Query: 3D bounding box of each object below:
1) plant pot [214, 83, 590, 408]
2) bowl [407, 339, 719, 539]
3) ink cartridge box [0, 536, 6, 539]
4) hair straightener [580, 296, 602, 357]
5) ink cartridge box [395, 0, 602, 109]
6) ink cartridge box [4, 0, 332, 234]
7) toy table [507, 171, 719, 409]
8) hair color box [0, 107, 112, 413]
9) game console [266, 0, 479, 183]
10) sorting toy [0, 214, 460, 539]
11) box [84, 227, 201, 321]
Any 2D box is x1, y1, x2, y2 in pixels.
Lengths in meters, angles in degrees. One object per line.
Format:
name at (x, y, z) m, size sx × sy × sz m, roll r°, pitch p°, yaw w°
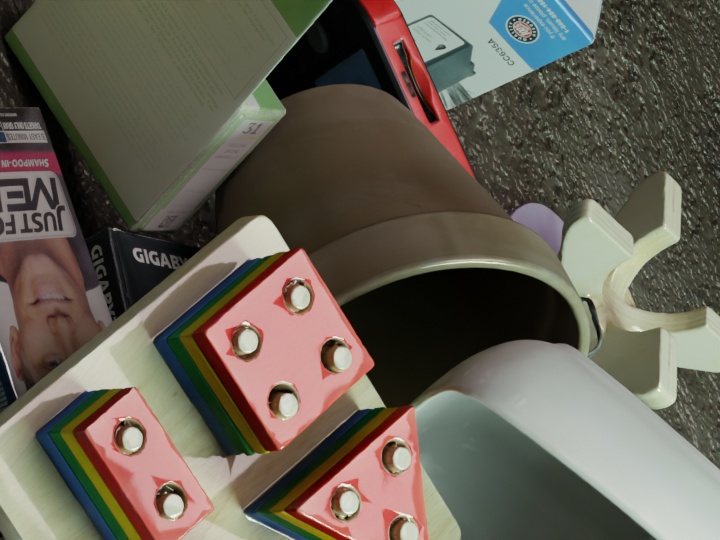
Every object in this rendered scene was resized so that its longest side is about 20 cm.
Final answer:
plant pot at (0.000, 0.000, 1.560) m, size 0.200 × 0.200 × 0.174 m, roll 26°, pitch 31°, yaw -47°
bowl at (0.108, 0.120, 1.470) m, size 0.200 × 0.200 × 0.075 m, roll 40°, pitch 61°, yaw 0°
ink cartridge box at (-0.147, 0.181, 1.385) m, size 0.200 × 0.067 × 0.117 m, roll -20°, pitch 87°, yaw -59°
hair straightener at (0.083, 0.068, 1.762) m, size 0.077 × 0.041 × 0.200 m, roll 42°, pitch 49°, yaw 15°
ink cartridge box at (0.028, -0.174, 1.777) m, size 0.146 × 0.200 × 0.086 m, roll 45°, pitch 38°, yaw -30°
ink cartridge box at (-0.088, -0.137, 1.542) m, size 0.048 × 0.200 × 0.146 m, roll 3°, pitch 47°, yaw -55°
toy table at (0.157, 0.025, 1.917) m, size 0.184 × 0.117 × 0.200 m, roll 30°, pitch 46°, yaw -44°
hair color box at (-0.179, 0.020, 1.458) m, size 0.100 × 0.060 × 0.200 m, roll -7°, pitch 75°, yaw -58°
game console at (0.003, -0.061, 1.704) m, size 0.031 × 0.177 × 0.200 m, roll -23°, pitch 89°, yaw -31°
sorting toy at (-0.053, 0.107, 1.366) m, size 0.200 × 0.070 × 0.199 m, roll -41°, pitch 107°, yaw -31°
box at (-0.074, 0.070, 1.597) m, size 0.200 × 0.046 × 0.159 m, roll 14°, pitch 57°, yaw -52°
